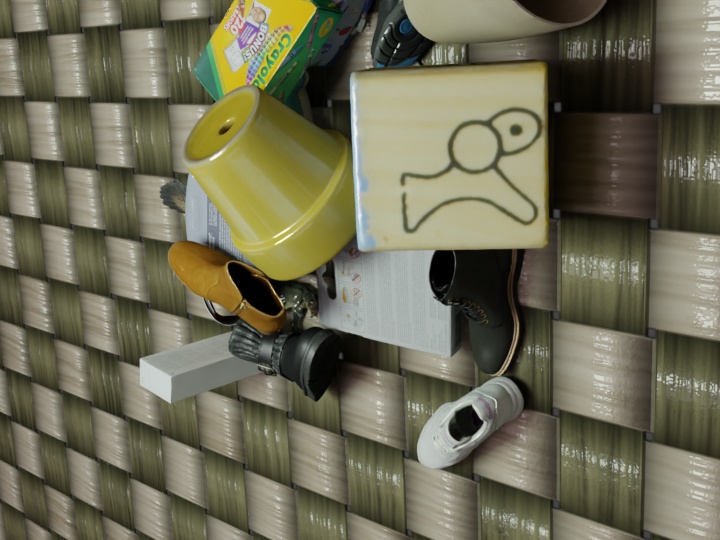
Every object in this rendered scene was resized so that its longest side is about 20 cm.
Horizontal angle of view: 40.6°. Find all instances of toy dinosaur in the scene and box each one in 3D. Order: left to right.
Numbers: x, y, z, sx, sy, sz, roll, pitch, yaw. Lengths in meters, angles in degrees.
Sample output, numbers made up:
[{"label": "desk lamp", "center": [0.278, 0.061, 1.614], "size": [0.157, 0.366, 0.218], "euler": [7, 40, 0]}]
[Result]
[{"label": "toy dinosaur", "center": [-0.116, 0.053, 1.498], "size": [0.200, 0.047, 0.088], "euler": [21, 112, 44]}]

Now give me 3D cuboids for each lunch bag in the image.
[{"label": "lunch bag", "center": [-0.074, -0.378, 1.312], "size": [0.200, 0.076, 0.160], "euler": [50, 126, 21]}]

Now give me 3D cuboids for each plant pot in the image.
[{"label": "plant pot", "center": [-0.110, -0.121, 1.212], "size": [0.201, 0.201, 0.189], "euler": [-4, 142, 45]}, {"label": "plant pot", "center": [0.139, -0.324, 1.062], "size": [0.200, 0.187, 0.188], "euler": [-14, 91, 58]}]

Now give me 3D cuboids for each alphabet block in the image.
[{"label": "alphabet block", "center": [0.101, -0.131, 1.071], "size": [0.200, 0.196, 0.196], "euler": [0, 105, 7]}]

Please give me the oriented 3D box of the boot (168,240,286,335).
[{"label": "boot", "center": [-0.177, 0.007, 1.297], "size": [0.201, 0.071, 0.144], "euler": [38, 163, 6]}]

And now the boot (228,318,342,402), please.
[{"label": "boot", "center": [-0.115, 0.109, 1.406], "size": [0.158, 0.079, 0.211], "euler": [33, 156, 10]}]

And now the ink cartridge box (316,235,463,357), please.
[{"label": "ink cartridge box", "center": [0.038, 0.018, 1.282], "size": [0.200, 0.050, 0.162], "euler": [13, 122, 28]}]

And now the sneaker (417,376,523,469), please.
[{"label": "sneaker", "center": [0.121, 0.205, 1.266], "size": [0.075, 0.100, 0.200], "euler": [55, 134, 16]}]

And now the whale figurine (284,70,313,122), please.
[{"label": "whale figurine", "center": [-0.128, -0.226, 1.383], "size": [0.159, 0.104, 0.200], "euler": [-49, 65, 40]}]

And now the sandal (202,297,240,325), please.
[{"label": "sandal", "center": [-0.210, 0.050, 1.510], "size": [0.079, 0.059, 0.207], "euler": [38, 167, -11]}]

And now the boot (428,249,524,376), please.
[{"label": "boot", "center": [0.130, 0.046, 1.185], "size": [0.077, 0.138, 0.200], "euler": [11, 110, 42]}]

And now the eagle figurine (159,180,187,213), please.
[{"label": "eagle figurine", "center": [-0.203, -0.070, 1.474], "size": [0.151, 0.200, 0.152], "euler": [66, -169, -49]}]

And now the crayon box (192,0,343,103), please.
[{"label": "crayon box", "center": [-0.124, -0.298, 1.275], "size": [0.119, 0.058, 0.200], "euler": [50, 120, 21]}]

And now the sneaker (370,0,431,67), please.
[{"label": "sneaker", "center": [0.058, -0.344, 1.206], "size": [0.082, 0.073, 0.200], "euler": [49, 126, 43]}]

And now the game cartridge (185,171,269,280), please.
[{"label": "game cartridge", "center": [-0.189, -0.074, 1.382], "size": [0.133, 0.041, 0.200], "euler": [13, 112, 24]}]

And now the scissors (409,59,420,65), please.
[{"label": "scissors", "center": [0.085, -0.222, 1.241], "size": [0.200, 0.014, 0.073], "euler": [50, 132, 21]}]

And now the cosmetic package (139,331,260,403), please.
[{"label": "cosmetic package", "center": [-0.241, 0.149, 1.532], "size": [0.082, 0.200, 0.051], "euler": [19, 113, 40]}]
